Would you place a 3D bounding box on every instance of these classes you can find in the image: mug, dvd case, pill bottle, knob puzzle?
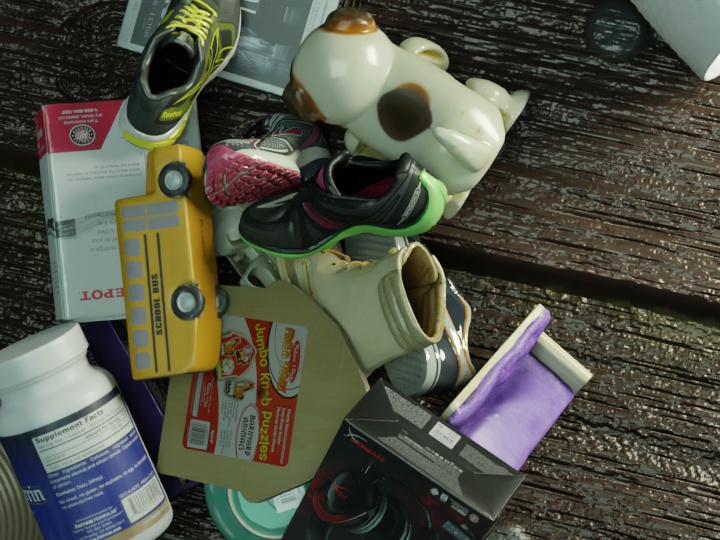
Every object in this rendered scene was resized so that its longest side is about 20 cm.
[{"bbox_3d":[0.315,-0.294,1.502,0.200,0.148,0.175,-37,78,-21],"label":"mug"},{"bbox_3d":[-0.119,-0.256,1.624,0.199,0.025,0.151,17,95,8],"label":"dvd case"},{"bbox_3d":[-0.255,0.155,1.518,0.115,0.116,0.201,-20,99,10],"label":"pill bottle"},{"bbox_3d":[-0.083,0.189,1.593,0.185,0.114,0.152,26,97,6],"label":"mug"},{"bbox_3d":[-0.077,0.108,1.521,0.219,0.030,0.220,-3,83,23],"label":"knob puzzle"}]

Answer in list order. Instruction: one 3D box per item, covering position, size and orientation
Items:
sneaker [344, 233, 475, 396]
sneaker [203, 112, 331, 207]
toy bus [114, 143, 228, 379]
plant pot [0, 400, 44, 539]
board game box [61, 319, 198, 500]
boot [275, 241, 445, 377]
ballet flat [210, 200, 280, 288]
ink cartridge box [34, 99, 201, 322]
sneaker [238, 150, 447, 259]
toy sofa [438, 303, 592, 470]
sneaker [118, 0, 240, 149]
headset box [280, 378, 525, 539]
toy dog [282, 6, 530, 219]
[{"bbox_3d":[0.047,0.026,1.589,0.078,0.079,0.201,-38,60,42],"label":"sneaker"},{"bbox_3d":[-0.090,-0.104,1.541,0.080,0.200,0.075,-24,86,21],"label":"sneaker"},{"bbox_3d":[-0.168,-0.007,1.511,0.078,0.065,0.201,-7,87,17],"label":"toy bus"},{"bbox_3d":[-0.368,0.211,1.610,0.200,0.093,0.202,11,111,31],"label":"plant pot"},{"bbox_3d":[-0.263,0.153,1.652,0.165,0.057,0.200,-31,88,11],"label":"board game box"},{"bbox_3d":[0.000,0.000,1.534,0.155,0.073,0.201,-32,58,40],"label":"boot"},{"bbox_3d":[-0.100,-0.014,1.605,0.069,0.069,0.200,-35,87,9],"label":"ballet flat"},{"bbox_3d":[-0.219,-0.055,1.589,0.145,0.083,0.201,-5,88,-18],"label":"ink cartridge box"},{"bbox_3d":[-0.022,-0.066,1.486,0.199,0.077,0.084,-12,132,27],"label":"sneaker"},{"bbox_3d":[0.128,0.125,1.508,0.083,0.200,0.098,41,134,5],"label":"toy sofa"},{"bbox_3d":[-0.153,-0.203,1.545,0.074,0.085,0.200,22,63,-6],"label":"sneaker"},{"bbox_3d":[0.026,0.215,1.438,0.148,0.075,0.200,34,126,10],"label":"headset box"},{"bbox_3d":[0.027,-0.143,1.527,0.200,0.194,0.140,32,109,0],"label":"toy dog"}]
